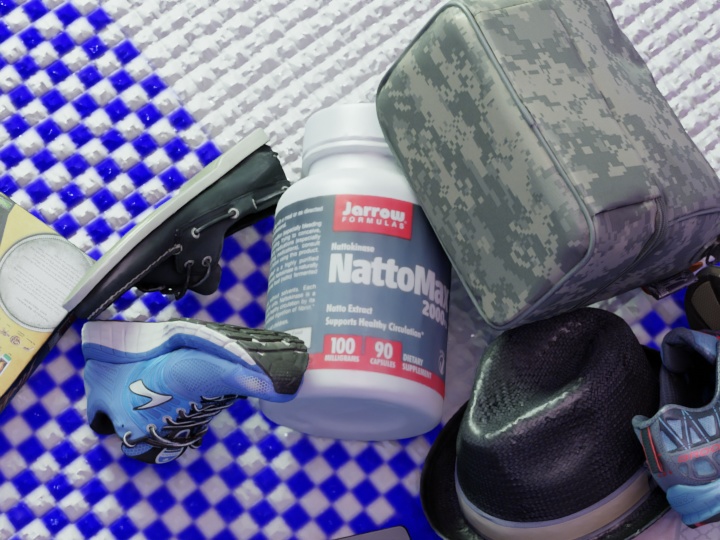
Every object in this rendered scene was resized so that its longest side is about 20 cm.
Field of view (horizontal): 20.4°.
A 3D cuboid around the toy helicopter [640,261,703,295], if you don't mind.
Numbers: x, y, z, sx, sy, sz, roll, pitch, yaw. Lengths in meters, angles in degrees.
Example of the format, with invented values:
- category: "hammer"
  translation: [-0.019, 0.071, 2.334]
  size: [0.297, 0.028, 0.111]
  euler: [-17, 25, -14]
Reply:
- category: "toy helicopter"
  translation: [0.220, -0.036, 1.371]
  size: [0.199, 0.079, 0.133]
  euler: [9, 65, -17]

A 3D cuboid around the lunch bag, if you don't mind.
- category: "lunch bag"
  translation: [0.131, -0.075, 1.251]
  size: [0.167, 0.139, 0.200]
  euler: [-17, 70, -35]

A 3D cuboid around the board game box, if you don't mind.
- category: "board game box"
  translation: [-0.286, -0.004, 1.305]
  size: [0.200, 0.035, 0.136]
  euler: [36, 70, 5]

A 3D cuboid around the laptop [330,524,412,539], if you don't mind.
- category: "laptop"
  translation: [-0.034, 0.202, 1.183]
  size: [0.186, 0.116, 0.200]
  euler: [-10, 39, -12]

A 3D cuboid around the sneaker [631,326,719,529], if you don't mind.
- category: "sneaker"
  translation: [0.232, 0.061, 1.225]
  size: [0.096, 0.079, 0.200]
  euler: [50, 47, -9]

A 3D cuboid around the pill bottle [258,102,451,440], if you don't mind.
- category: "pill bottle"
  translation: [0.000, 0.000, 1.300]
  size: [0.119, 0.120, 0.201]
  euler: [6, 71, -6]

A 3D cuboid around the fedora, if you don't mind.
- category: "fedora"
  translation: [0.121, 0.089, 1.257]
  size: [0.200, 0.092, 0.201]
  euler: [-13, 36, 9]

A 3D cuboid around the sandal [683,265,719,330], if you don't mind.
- category: "sandal"
  translation: [0.309, 0.050, 1.359]
  size: [0.200, 0.080, 0.057]
  euler: [25, 53, -8]

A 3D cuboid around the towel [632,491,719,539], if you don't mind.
- category: "towel"
  translation: [0.162, 0.228, 1.241]
  size: [0.190, 0.032, 0.201]
  euler: [-3, 68, 30]

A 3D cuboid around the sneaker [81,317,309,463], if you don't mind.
- category: "sneaker"
  translation: [-0.104, 0.076, 1.241]
  size: [0.078, 0.200, 0.090]
  euler: [9, 81, -39]

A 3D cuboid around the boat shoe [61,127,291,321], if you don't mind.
- category: "boat shoe"
  translation: [-0.111, -0.016, 1.305]
  size: [0.066, 0.074, 0.199]
  euler: [51, 46, -6]
